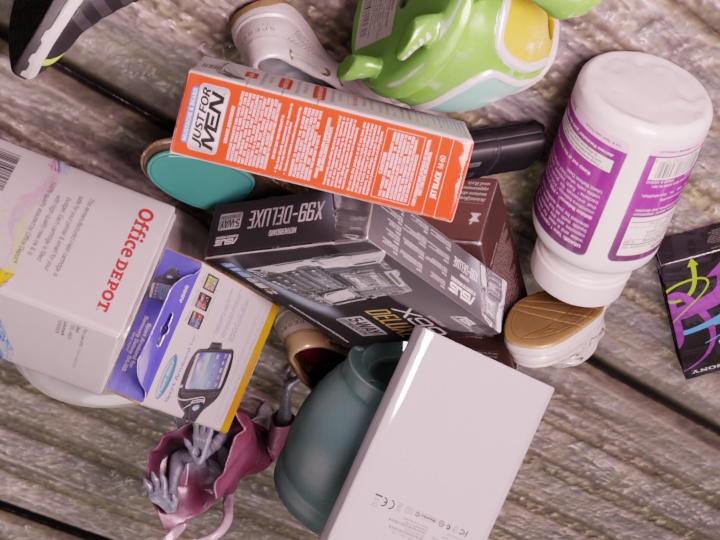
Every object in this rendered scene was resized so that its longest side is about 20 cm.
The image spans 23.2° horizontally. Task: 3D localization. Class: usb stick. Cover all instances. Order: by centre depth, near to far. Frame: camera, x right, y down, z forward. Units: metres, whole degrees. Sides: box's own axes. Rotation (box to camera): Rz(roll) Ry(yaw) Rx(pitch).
[{"bbox_3d":[0.063,-0.089,1.403,0.200,0.033,0.055,-12,157,-31],"label":"usb stick"}]

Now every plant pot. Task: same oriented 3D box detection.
[{"bbox_3d":[0.034,0.140,1.520,0.200,0.200,0.134,4,118,-17],"label":"plant pot"}]

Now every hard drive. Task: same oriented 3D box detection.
[{"bbox_3d":[0.061,0.161,1.431,0.132,0.026,0.200,25,88,-21],"label":"hard drive"}]

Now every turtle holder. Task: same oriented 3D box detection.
[{"bbox_3d":[0.079,-0.189,1.239,0.132,0.141,0.186,18,134,-30],"label":"turtle holder"}]

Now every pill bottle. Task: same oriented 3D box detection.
[{"bbox_3d":[0.204,-0.069,1.426,0.112,0.112,0.200,2,132,-16],"label":"pill bottle"}]

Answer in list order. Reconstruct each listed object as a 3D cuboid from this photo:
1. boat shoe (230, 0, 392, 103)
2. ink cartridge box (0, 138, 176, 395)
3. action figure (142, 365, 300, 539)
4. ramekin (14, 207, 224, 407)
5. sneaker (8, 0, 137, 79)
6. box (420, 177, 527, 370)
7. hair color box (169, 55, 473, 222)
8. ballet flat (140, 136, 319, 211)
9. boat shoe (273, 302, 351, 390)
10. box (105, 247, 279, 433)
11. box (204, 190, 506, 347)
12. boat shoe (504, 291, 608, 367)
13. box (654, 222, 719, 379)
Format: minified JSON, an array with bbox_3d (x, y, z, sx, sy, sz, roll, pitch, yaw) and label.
[{"bbox_3d":[-0.031,-0.125,1.352,0.071,0.069,0.200,-28,138,22],"label":"boat shoe"},{"bbox_3d":[-0.259,-0.012,1.331,0.200,0.145,0.084,21,136,-5],"label":"ink cartridge box"},{"bbox_3d":[-0.112,0.172,1.644,0.134,0.149,0.200,-16,175,21],"label":"action figure"},{"bbox_3d":[-0.213,0.035,1.491,0.202,0.094,0.203,-6,142,-5],"label":"ramekin"},{"bbox_3d":[-0.177,-0.198,1.225,0.083,0.072,0.200,17,134,-32],"label":"sneaker"},{"bbox_3d":[0.081,0.004,1.515,0.100,0.075,0.200,6,148,19],"label":"box"},{"bbox_3d":[-0.026,-0.094,1.234,0.200,0.111,0.064,15,102,-3],"label":"hair color box"},{"bbox_3d":[-0.088,-0.076,1.404,0.200,0.065,0.070,23,137,-33],"label":"ballet flat"},{"bbox_3d":[-0.022,0.097,1.633,0.074,0.069,0.200,-25,140,17],"label":"boat shoe"},{"bbox_3d":[-0.134,0.057,1.396,0.041,0.119,0.200,21,174,22],"label":"box"},{"bbox_3d":[0.000,0.000,1.398,0.157,0.050,0.200,-5,155,34],"label":"box"},{"bbox_3d":[0.178,0.053,1.520,0.071,0.200,0.069,13,113,23],"label":"boat shoe"},{"bbox_3d":[0.360,0.022,1.655,0.143,0.036,0.200,-16,143,7],"label":"box"}]
